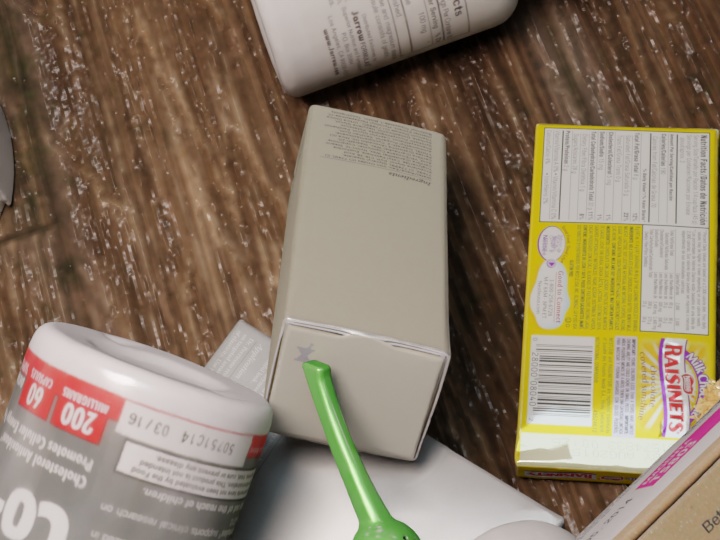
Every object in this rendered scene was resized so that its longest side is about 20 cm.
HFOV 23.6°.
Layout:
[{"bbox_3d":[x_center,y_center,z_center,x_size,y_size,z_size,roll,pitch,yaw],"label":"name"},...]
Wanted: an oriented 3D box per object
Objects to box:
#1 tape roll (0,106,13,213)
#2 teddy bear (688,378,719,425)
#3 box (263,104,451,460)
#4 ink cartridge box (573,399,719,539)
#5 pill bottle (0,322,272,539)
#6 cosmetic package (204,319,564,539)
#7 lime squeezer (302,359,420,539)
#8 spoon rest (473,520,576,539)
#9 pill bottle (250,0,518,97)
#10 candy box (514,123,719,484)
[{"bbox_3d":[-0.305,-0.066,0.995,0.200,0.071,0.204,-3,63,7],"label":"tape roll"},{"bbox_3d":[0.209,0.143,0.812,0.144,0.067,0.201,20,68,5],"label":"teddy bear"},{"bbox_3d":[0.000,0.000,0.861,0.081,0.069,0.201,13,34,-5],"label":"box"},{"bbox_3d":[0.180,0.148,0.735,0.200,0.075,0.165,-39,91,-18],"label":"ink cartridge box"},{"bbox_3d":[-0.122,0.135,0.762,0.113,0.114,0.202,20,91,17],"label":"pill bottle"},{"bbox_3d":[-0.006,0.125,0.850,0.199,0.090,0.107,33,73,18],"label":"cosmetic package"},{"bbox_3d":[-0.005,0.146,0.762,0.070,0.038,0.202,10,106,26],"label":"lime squeezer"},{"bbox_3d":[0.097,0.208,0.775,0.099,0.061,0.201,-29,92,-22],"label":"spoon rest"},{"bbox_3d":[0.032,-0.183,0.978,0.198,0.115,0.115,-20,63,-2],"label":"pill bottle"},{"bbox_3d":[0.137,0.014,0.915,0.101,0.026,0.202,4,65,6],"label":"candy box"}]
